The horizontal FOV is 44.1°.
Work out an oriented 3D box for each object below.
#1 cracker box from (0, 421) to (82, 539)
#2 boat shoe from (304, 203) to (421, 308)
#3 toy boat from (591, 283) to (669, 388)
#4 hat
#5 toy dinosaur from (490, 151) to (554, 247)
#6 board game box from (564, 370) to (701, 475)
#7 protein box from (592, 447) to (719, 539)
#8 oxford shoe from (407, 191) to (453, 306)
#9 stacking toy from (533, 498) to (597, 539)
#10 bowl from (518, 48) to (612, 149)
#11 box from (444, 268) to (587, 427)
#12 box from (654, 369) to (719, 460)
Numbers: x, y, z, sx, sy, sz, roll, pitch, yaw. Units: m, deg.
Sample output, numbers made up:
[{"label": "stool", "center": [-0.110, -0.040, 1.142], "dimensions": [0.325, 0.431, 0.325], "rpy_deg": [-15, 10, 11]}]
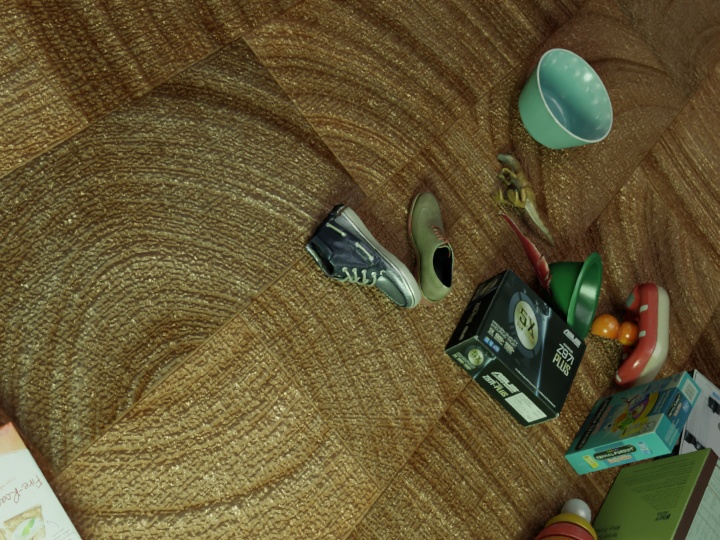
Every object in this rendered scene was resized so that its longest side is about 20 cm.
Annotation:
[{"label": "cracker box", "center": [-0.398, 0.290, 0.979], "dimensions": [0.133, 0.058, 0.201], "rpy_deg": [-32, 90, -38]}, {"label": "boat shoe", "center": [0.000, 0.000, 1.376], "dimensions": [0.200, 0.075, 0.093], "rpy_deg": [46, 58, 1]}, {"label": "toy boat", "center": [0.489, 0.117, 1.638], "dimensions": [0.129, 0.131, 0.202], "rpy_deg": [11, 59, 3]}, {"label": "hat", "center": [0.332, 0.024, 1.615], "dimensions": [0.165, 0.174, 0.203], "rpy_deg": [15, 90, -62]}, {"label": "toy dinosaur", "center": [0.305, -0.134, 1.642], "dimensions": [0.105, 0.060, 0.202], "rpy_deg": [-16, 80, -39]}, {"label": "board game box", "center": [0.451, 0.256, 1.483], "dimensions": [0.047, 0.200, 0.151], "rpy_deg": [49, 51, -5]}, {"label": "protein box", "center": [0.499, 0.423, 1.444], "dimensions": [0.135, 0.198, 0.200], "rpy_deg": [48, 52, -6]}, {"label": "oxford shoe", "center": [0.126, -0.045, 1.471], "dimensions": [0.070, 0.075, 0.203], "rpy_deg": [8, 66, -30]}, {"label": "stacking toy", "center": [0.324, 0.427, 1.388], "dimensions": [0.146, 0.146, 0.200], "rpy_deg": [46, 36, -8]}, {"label": "bowl", "center": [0.389, -0.321, 1.752], "dimensions": [0.199, 0.105, 0.203], "rpy_deg": [14, 63, -28]}, {"label": "box", "center": [0.261, 0.129, 1.481], "dimensions": [0.200, 0.086, 0.164], "rpy_deg": [43, 52, -11]}, {"label": "box", "center": [0.628, 0.304, 1.673], "dimensions": [0.116, 0.060, 0.201], "rpy_deg": [39, 54, -14]}]
